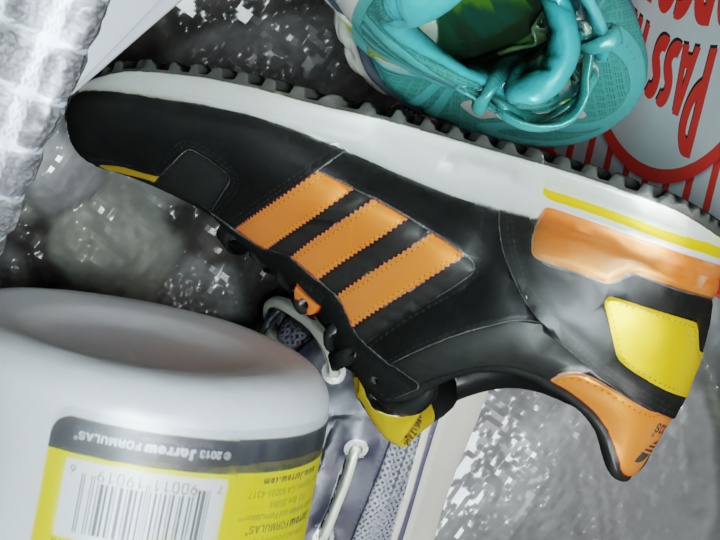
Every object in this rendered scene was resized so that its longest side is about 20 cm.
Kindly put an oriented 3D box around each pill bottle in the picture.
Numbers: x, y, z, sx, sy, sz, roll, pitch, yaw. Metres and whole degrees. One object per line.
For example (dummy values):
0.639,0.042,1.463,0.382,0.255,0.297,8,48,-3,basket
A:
-0.080,0.113,0.752,0.112,0.112,0.200,7,101,-27,pill bottle

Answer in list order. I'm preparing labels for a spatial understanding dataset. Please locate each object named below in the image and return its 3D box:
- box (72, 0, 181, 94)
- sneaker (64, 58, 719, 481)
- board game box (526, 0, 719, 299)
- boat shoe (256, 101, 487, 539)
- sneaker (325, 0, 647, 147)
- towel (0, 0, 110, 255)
-0.057,-0.170,0.750,0.200,0.041,0.156,-43,120,-6,box
0.000,0.000,0.765,0.200,0.070,0.090,15,90,16,sneaker
0.119,-0.101,0.795,0.046,0.151,0.200,4,107,-27,board game box
-0.020,0.040,0.828,0.093,0.075,0.200,1,108,-31,boat shoe
0.033,-0.065,0.724,0.078,0.080,0.200,-42,155,10,sneaker
-0.113,-0.122,0.576,0.166,0.086,0.200,21,99,-9,towel
